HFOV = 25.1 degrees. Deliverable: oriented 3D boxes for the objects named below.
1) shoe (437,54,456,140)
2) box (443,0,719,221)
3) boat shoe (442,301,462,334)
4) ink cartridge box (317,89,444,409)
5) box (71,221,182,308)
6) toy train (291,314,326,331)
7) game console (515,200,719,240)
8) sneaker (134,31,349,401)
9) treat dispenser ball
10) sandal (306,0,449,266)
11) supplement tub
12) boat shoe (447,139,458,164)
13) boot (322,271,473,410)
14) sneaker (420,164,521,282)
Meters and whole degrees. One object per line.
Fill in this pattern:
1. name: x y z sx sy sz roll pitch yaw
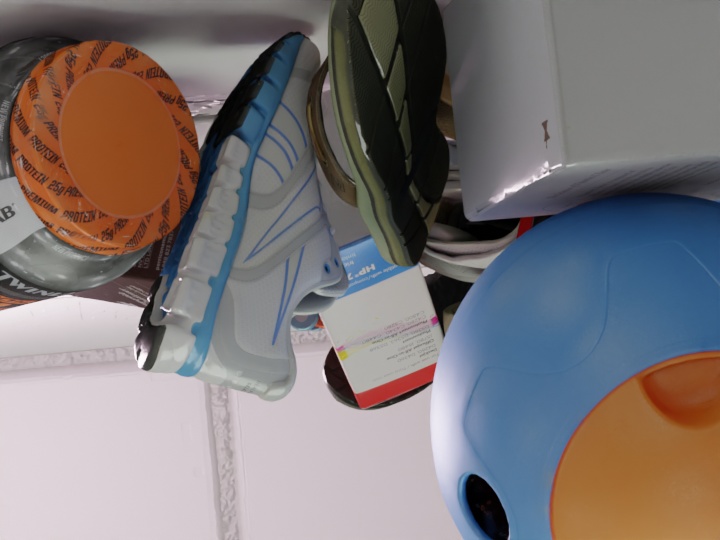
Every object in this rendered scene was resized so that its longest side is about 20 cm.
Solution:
1. shoe: 0.058 -0.099 0.857 0.069 0.054 0.199 8 172 40
2. box: 0.153 -0.093 0.728 0.197 0.108 0.152 -5 175 -13
3. boat shoe: 0.134 0.041 1.005 0.198 0.069 0.074 -12 -169 -32
4. ink cartridge box: 0.000 0.000 0.986 0.067 0.117 0.201 -22 143 -1
5. box: -0.161 -0.025 0.946 0.198 0.076 0.100 9 169 27
6. toy train: -0.077 0.002 1.071 0.148 0.056 0.200 16 179 10
7. game console: 0.179 -0.055 0.880 0.198 0.179 0.031 -3 -151 -27
8. sneaker: -0.042 -0.024 0.781 0.086 0.202 0.075 25 148 -16
9. treat dispenser ball: 0.131 0.067 0.723 0.198 0.204 0.201 -6 174 -1
10. sandal: 0.003 -0.066 0.760 0.057 0.080 0.202 21 154 17
11. supplement tub: -0.177 -0.043 0.802 0.122 0.124 0.199 0 172 -44
12. boat shoe: 0.077 -0.068 1.156 0.065 0.074 0.200 -37 164 7
13. boot: 0.041 0.054 1.152 0.199 0.068 0.131 -38 168 -31
14. sneaker: 0.063 -0.035 0.968 0.115 0.075 0.199 16 175 -37
